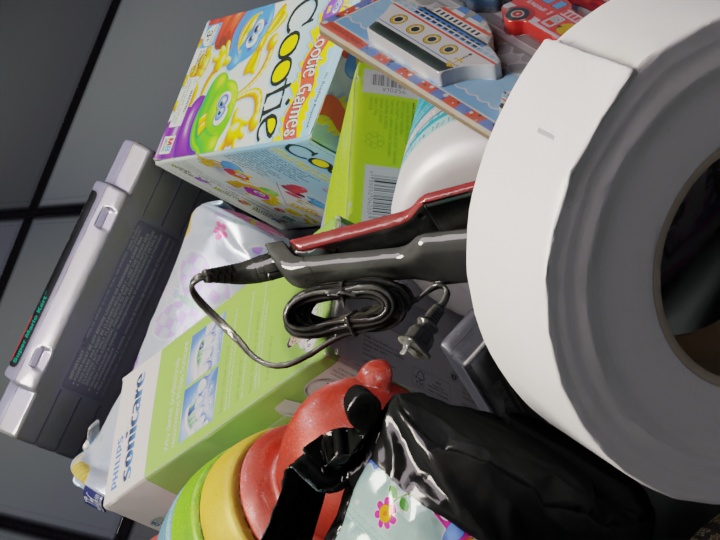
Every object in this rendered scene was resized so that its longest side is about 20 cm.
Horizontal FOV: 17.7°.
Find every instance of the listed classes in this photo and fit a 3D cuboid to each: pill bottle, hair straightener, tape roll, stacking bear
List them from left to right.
[{"bbox_3d":[-0.027,0.122,1.080,0.200,0.113,0.122,-51,27,44],"label":"stacking bear"},{"bbox_3d":[0.014,0.002,1.046,0.198,0.041,0.077,-9,52,17],"label":"hair straightener"},{"bbox_3d":[0.081,-0.072,1.154,0.111,0.110,0.201,-44,19,33],"label":"pill bottle"},{"bbox_3d":[0.144,-0.013,0.916,0.204,0.202,0.071,-62,28,3],"label":"tape roll"}]

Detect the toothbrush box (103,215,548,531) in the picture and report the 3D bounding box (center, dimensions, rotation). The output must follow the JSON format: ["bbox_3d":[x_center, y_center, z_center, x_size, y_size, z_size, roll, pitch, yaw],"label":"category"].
[{"bbox_3d":[-0.016,0.076,1.181,0.200,0.145,0.087,-38,37,42],"label":"toothbrush box"}]

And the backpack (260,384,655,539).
[{"bbox_3d":[0.029,0.161,0.949,0.126,0.166,0.201,33,100,41],"label":"backpack"}]

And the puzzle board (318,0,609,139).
[{"bbox_3d":[0.095,-0.113,1.097,0.150,0.018,0.200,-27,38,-24],"label":"puzzle board"}]

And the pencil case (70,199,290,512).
[{"bbox_3d":[-0.102,0.060,1.413,0.090,0.083,0.201,23,86,41],"label":"pencil case"}]

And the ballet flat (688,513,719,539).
[{"bbox_3d":[0.118,0.184,0.925,0.068,0.075,0.201,23,86,34],"label":"ballet flat"}]

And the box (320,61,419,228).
[{"bbox_3d":[0.000,0.000,1.256,0.201,0.047,0.123,103,172,-51],"label":"box"}]

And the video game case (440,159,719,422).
[{"bbox_3d":[0.118,-0.017,1.002,0.019,0.143,0.200,39,84,22],"label":"video game case"}]

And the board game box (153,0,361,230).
[{"bbox_3d":[-0.023,-0.096,1.388,0.199,0.104,0.104,-3,64,59],"label":"board game box"}]

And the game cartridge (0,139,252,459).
[{"bbox_3d":[-0.153,0.026,1.488,0.038,0.129,0.201,22,86,40],"label":"game cartridge"}]
